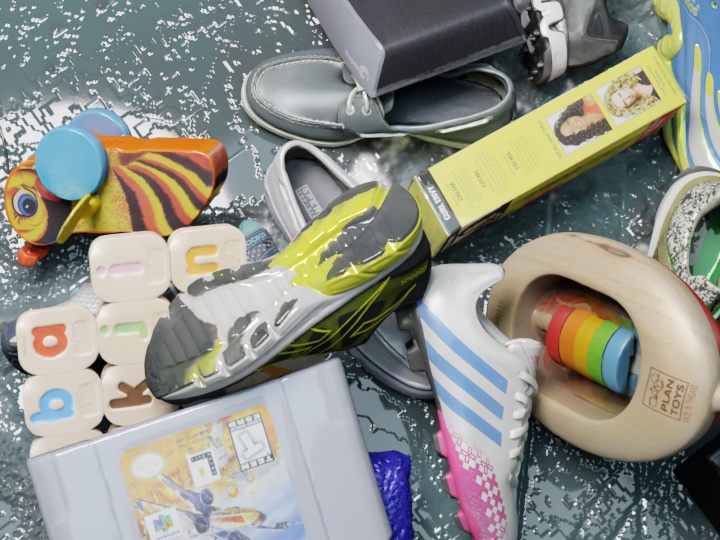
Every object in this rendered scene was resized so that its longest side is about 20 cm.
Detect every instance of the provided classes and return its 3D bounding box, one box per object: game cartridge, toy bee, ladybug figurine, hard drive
[{"bbox_3d":[-0.086,0.145,0.796,0.197,0.042,0.135,-18,85,-11],"label":"game cartridge"},{"bbox_3d":[-0.187,-0.053,0.878,0.198,0.130,0.110,21,114,26],"label":"toy bee"},{"bbox_3d":[0.165,0.048,0.859,0.071,0.199,0.138,-4,113,-37],"label":"ladybug figurine"},{"bbox_3d":[0.023,-0.223,0.940,0.133,0.043,0.202,-20,59,-10],"label":"hard drive"}]

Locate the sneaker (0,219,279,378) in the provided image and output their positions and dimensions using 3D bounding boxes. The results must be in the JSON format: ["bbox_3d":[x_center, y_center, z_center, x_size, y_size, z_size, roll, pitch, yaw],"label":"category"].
[{"bbox_3d":[-0.142,0.019,0.887,0.197,0.078,0.087,-11,65,-15],"label":"sneaker"}]

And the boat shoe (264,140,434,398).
[{"bbox_3d":[0.000,0.000,0.899,0.073,0.065,0.200,-39,83,-14],"label":"boat shoe"}]

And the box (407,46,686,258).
[{"bbox_3d":[0.126,-0.082,0.929,0.198,0.075,0.051,-30,82,-13],"label":"box"}]

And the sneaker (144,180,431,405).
[{"bbox_3d":[-0.037,0.031,0.809,0.198,0.085,0.075,-30,50,5],"label":"sneaker"}]

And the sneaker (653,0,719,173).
[{"bbox_3d":[0.255,-0.146,0.939,0.074,0.105,0.203,-10,77,-7],"label":"sneaker"}]

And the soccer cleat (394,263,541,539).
[{"bbox_3d":[0.085,0.092,0.856,0.085,0.070,0.203,-16,99,4],"label":"soccer cleat"}]

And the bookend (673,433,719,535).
[{"bbox_3d":[0.265,0.192,0.862,0.197,0.092,0.201,-33,80,-12],"label":"bookend"}]

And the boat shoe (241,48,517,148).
[{"bbox_3d":[0.014,-0.127,0.934,0.197,0.062,0.074,6,77,-3],"label":"boat shoe"}]

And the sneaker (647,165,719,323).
[{"bbox_3d":[0.216,0.024,0.893,0.076,0.089,0.203,15,89,2],"label":"sneaker"}]

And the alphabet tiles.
[{"bbox_3d":[-0.115,0.072,0.842,0.193,0.015,0.203,-7,107,-17],"label":"alphabet tiles"}]

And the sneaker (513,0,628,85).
[{"bbox_3d":[0.146,-0.239,0.976,0.089,0.066,0.203,-10,81,-11],"label":"sneaker"}]

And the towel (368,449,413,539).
[{"bbox_3d":[-0.058,0.196,0.835,0.197,0.050,0.150,-6,94,-10],"label":"towel"}]
